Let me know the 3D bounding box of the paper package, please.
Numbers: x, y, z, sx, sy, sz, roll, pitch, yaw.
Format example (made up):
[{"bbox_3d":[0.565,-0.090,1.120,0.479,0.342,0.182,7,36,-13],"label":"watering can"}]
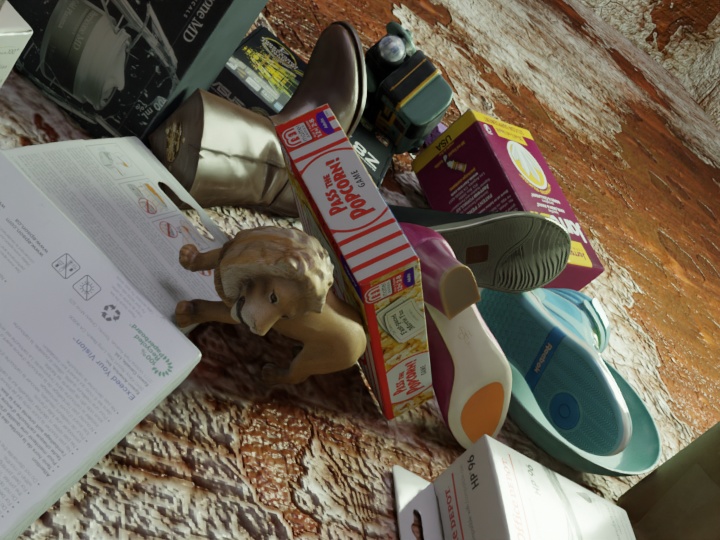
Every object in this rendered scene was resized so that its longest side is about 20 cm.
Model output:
[{"bbox_3d":[0.374,0.196,0.937,0.189,0.200,0.104,2,47,-53],"label":"paper package"}]

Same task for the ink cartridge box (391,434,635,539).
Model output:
[{"bbox_3d":[0.122,0.203,0.722,0.198,0.068,0.117,30,29,-25],"label":"ink cartridge box"}]

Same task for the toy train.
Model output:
[{"bbox_3d":[0.037,-0.189,1.081,0.114,0.085,0.200,50,-11,3],"label":"toy train"}]

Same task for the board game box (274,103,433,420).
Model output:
[{"bbox_3d":[0.000,0.000,0.740,0.201,0.046,0.153,78,-14,-56],"label":"board game box"}]

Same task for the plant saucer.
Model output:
[{"bbox_3d":[0.200,0.128,0.951,0.197,0.036,0.201,26,29,-15],"label":"plant saucer"}]

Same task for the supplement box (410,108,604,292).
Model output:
[{"bbox_3d":[0.162,-0.061,1.093,0.130,0.103,0.203,7,52,-51],"label":"supplement box"}]

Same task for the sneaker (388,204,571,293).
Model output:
[{"bbox_3d":[0.090,-0.031,0.895,0.196,0.076,0.106,-2,20,-24],"label":"sneaker"}]

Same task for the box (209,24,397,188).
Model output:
[{"bbox_3d":[-0.059,-0.152,1.005,0.199,0.049,0.162,41,28,-9],"label":"box"}]

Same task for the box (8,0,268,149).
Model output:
[{"bbox_3d":[-0.187,-0.234,0.778,0.196,0.200,0.124,40,28,-4],"label":"box"}]

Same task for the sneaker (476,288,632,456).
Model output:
[{"bbox_3d":[0.208,0.082,0.911,0.129,0.080,0.201,3,41,-41],"label":"sneaker"}]

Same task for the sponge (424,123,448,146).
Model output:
[{"bbox_3d":[0.170,-0.111,1.284,0.198,0.030,0.113,27,32,-31],"label":"sponge"}]

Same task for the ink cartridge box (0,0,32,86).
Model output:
[{"bbox_3d":[-0.291,-0.222,0.644,0.200,0.176,0.045,47,27,8],"label":"ink cartridge box"}]

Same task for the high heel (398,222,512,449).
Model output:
[{"bbox_3d":[0.066,0.056,0.802,0.096,0.067,0.202,42,-21,51],"label":"high heel"}]

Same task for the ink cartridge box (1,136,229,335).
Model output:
[{"bbox_3d":[-0.170,-0.014,0.665,0.160,0.047,0.200,47,24,7],"label":"ink cartridge box"}]

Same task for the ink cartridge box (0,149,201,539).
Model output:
[{"bbox_3d":[-0.215,0.039,0.499,0.196,0.043,0.200,45,50,3],"label":"ink cartridge box"}]

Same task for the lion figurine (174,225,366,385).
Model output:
[{"bbox_3d":[-0.041,0.026,0.635,0.200,0.120,0.074,34,57,-59],"label":"lion figurine"}]

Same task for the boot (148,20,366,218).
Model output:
[{"bbox_3d":[-0.084,-0.137,0.831,0.063,0.191,0.198,12,5,39],"label":"boot"}]
